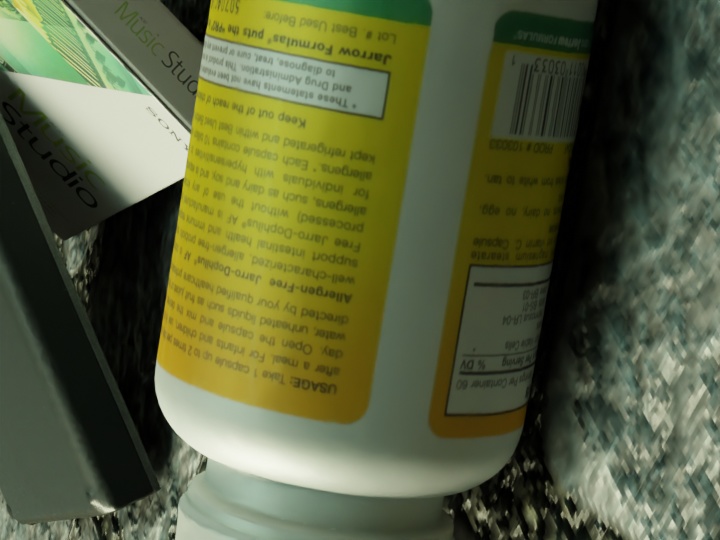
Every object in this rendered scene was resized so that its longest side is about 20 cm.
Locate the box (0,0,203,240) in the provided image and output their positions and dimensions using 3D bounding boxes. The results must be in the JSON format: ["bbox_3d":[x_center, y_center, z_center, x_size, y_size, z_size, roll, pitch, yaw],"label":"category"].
[{"bbox_3d":[-0.136,-0.089,0.944,0.036,0.144,0.200,-49,13,-25],"label":"box"}]

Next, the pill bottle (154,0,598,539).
[{"bbox_3d":[0.000,0.000,0.651,0.113,0.113,0.200,-154,71,-64],"label":"pill bottle"}]

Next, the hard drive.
[{"bbox_3d":[-0.164,0.018,0.993,0.140,0.033,0.200,-18,95,63],"label":"hard drive"}]
